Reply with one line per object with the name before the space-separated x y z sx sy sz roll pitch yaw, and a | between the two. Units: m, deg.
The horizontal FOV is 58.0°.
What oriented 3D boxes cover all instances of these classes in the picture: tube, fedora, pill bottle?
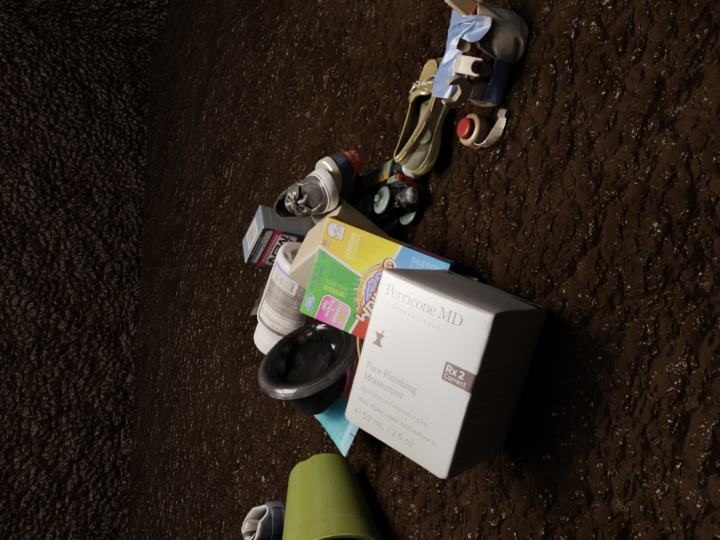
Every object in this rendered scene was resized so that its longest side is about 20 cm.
tube | -0.059 0.236 1.147 0.199 0.050 0.079 36 109 53
fedora | -0.077 0.176 1.108 0.200 0.198 0.093 33 146 57
pill bottle | -0.129 0.061 1.218 0.203 0.112 0.114 -66 34 29

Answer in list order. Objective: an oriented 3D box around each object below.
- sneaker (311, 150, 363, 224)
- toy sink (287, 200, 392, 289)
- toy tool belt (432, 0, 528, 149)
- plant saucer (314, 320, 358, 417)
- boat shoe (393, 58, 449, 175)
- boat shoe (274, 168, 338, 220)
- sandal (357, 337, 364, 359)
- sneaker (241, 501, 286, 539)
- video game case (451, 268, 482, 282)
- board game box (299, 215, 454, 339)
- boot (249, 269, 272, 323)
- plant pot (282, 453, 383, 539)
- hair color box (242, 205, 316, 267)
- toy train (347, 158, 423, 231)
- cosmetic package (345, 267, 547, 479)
sneaker | -0.041 -0.141 1.145 0.076 0.084 0.200 56 156 9
toy sink | 0.000 0.000 1.109 0.130 0.199 0.113 -34 24 50
toy tool belt | 0.149 -0.287 0.931 0.124 0.121 0.204 30 109 58
plant saucer | -0.043 0.183 1.222 0.199 0.050 0.205 -21 66 58
boat shoe | 0.099 -0.258 1.048 0.073 0.062 0.205 -4 69 57
boat shoe | -0.100 -0.120 1.099 0.199 0.066 0.071 1 118 65
sandal | 0.021 0.133 1.078 0.070 0.076 0.217 -147 53 -64
sneaker | -0.166 0.540 1.258 0.077 0.144 0.207 21 103 57
video game case | 0.098 0.090 0.986 0.141 0.019 0.204 21 102 39
board game box | 0.023 0.025 0.966 0.197 0.040 0.156 21 102 14
boot | -0.192 0.021 1.394 0.162 0.066 0.204 0 62 29
plant pot | -0.055 0.417 1.077 0.191 0.196 0.202 -107 37 -54
hair color box | -0.118 -0.052 1.259 0.100 0.197 0.061 -54 39 38
toy train | 0.036 -0.131 1.136 0.199 0.084 0.116 -19 57 57
cosmetic package | 0.108 0.117 0.820 0.163 0.164 0.204 21 103 35
